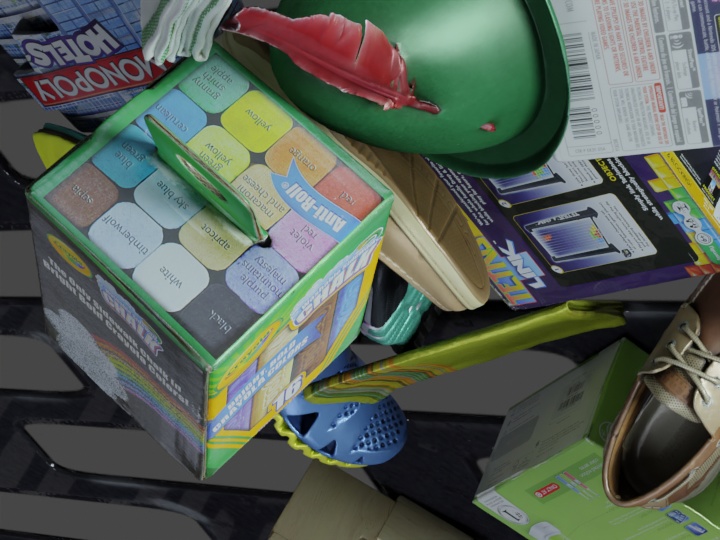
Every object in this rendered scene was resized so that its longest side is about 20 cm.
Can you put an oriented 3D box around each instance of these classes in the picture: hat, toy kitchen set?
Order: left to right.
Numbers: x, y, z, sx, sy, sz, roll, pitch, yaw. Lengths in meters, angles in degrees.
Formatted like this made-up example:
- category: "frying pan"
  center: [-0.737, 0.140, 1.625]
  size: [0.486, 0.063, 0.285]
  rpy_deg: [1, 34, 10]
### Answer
- category: "hat"
  center: [-0.020, -0.077, 0.730]
  size: [0.165, 0.176, 0.201]
  rpy_deg: [14, 137, 42]
- category: "toy kitchen set"
  center: [-0.004, 0.298, 1.321]
  size: [0.199, 0.181, 0.164]
  rpy_deg: [29, 148, 5]

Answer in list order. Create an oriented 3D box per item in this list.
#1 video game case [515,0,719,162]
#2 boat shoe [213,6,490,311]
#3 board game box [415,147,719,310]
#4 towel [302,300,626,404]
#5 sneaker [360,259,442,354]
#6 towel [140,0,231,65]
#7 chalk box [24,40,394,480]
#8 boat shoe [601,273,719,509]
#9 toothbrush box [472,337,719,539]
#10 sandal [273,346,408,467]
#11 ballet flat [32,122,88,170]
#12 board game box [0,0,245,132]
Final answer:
- category: "video game case"
  center: [0.155, -0.141, 0.713]
  size: [0.180, 0.023, 0.201]
  rpy_deg: [-4, 129, 19]
- category: "boat shoe"
  center: [-0.011, -0.047, 0.856]
  size: [0.064, 0.071, 0.200]
  rpy_deg: [-39, 101, 22]
- category: "board game box"
  center: [0.097, -0.073, 0.870]
  size: [0.164, 0.057, 0.200]
  rpy_deg: [-11, 129, 46]
- category: "towel"
  center: [0.063, 0.054, 1.014]
  size: [0.199, 0.018, 0.086]
  rpy_deg: [-20, 169, 32]
- category: "sneaker"
  center: [0.000, 0.000, 0.986]
  size: [0.087, 0.075, 0.200]
  rpy_deg: [30, 168, 13]
- category: "towel"
  center: [-0.065, -0.208, 0.697]
  size: [0.030, 0.202, 0.149]
  rpy_deg: [6, 153, -24]
- category: "chalk box"
  center: [-0.071, -0.012, 0.765]
  size: [0.124, 0.124, 0.200]
  rpy_deg: [42, 156, 12]
- category: "boat shoe"
  center: [0.195, 0.060, 0.904]
  size: [0.076, 0.071, 0.201]
  rpy_deg: [36, 122, 28]
- category: "toothbrush box"
  center: [0.199, 0.153, 1.072]
  size: [0.199, 0.086, 0.146]
  rpy_deg: [35, 146, -9]
- category: "sandal"
  center: [-0.036, 0.066, 1.134]
  size: [0.200, 0.080, 0.087]
  rpy_deg: [41, 141, -22]
- category: "ballet flat"
  center: [-0.135, -0.039, 0.985]
  size: [0.199, 0.068, 0.067]
  rpy_deg: [17, 172, 31]
- category: "board game box"
  center: [-0.139, -0.135, 0.951]
  size: [0.199, 0.062, 0.200]
  rpy_deg: [-7, 132, 41]
